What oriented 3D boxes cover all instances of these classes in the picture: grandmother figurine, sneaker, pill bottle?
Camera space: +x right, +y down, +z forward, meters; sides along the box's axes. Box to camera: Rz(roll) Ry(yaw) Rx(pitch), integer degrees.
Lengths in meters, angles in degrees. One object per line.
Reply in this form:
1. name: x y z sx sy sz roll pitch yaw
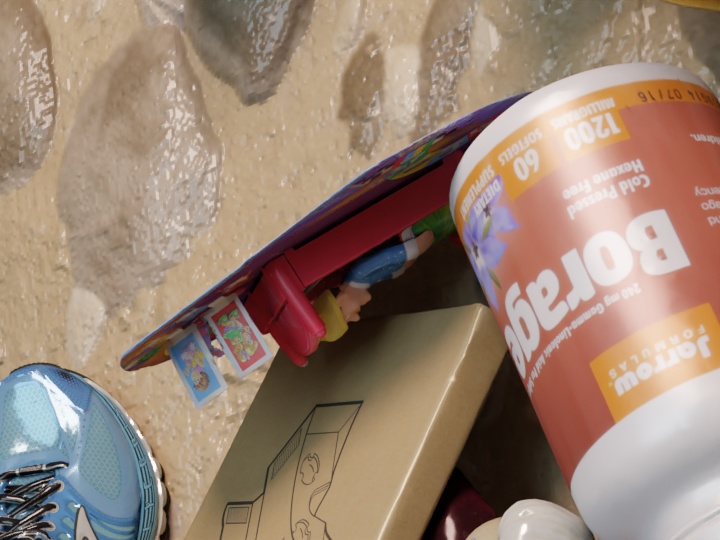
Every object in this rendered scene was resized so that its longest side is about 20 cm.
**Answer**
1. grandmother figurine: 0.024 0.128 1.043 0.200 0.061 0.121 -27 70 56
2. sneaker: -0.134 0.124 1.179 0.078 0.090 0.200 -22 58 18
3. pill bottle: 0.116 0.032 0.987 0.112 0.112 0.200 -39 57 27

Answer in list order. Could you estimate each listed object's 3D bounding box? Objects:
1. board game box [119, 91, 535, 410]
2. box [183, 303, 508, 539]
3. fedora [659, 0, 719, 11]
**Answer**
1. board game box: 0.000 0.000 1.081 0.200 0.158 0.039 -36 83 28
2. box: -0.026 0.107 1.072 0.163 0.021 0.200 -10 50 59
3. fedora: 0.148 -0.172 0.963 0.201 0.201 0.082 -47 12 22
